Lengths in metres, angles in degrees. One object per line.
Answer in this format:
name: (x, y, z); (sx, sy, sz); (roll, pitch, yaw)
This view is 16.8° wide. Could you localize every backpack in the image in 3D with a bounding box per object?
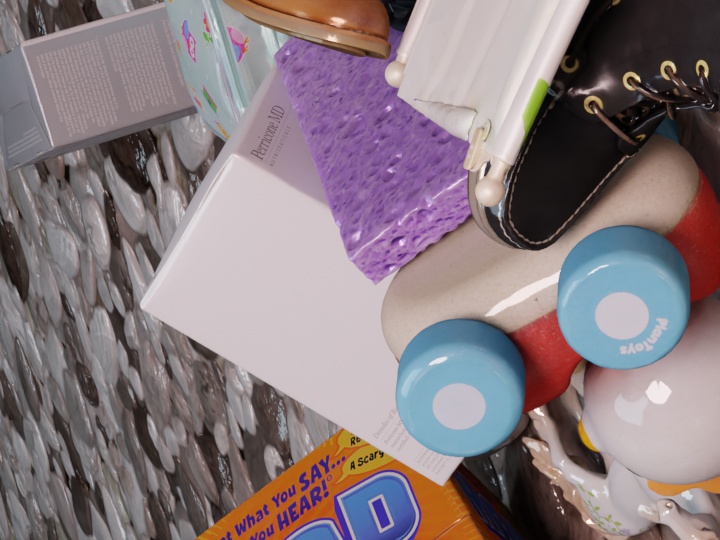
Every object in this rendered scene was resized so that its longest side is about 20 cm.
backpack: (-0.040, -0.167, 1.470); (0.176, 0.152, 0.202); (-135, 37, -68)

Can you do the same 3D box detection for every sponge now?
sponge: (0.023, -0.086, 1.258); (0.030, 0.111, 0.201); (46, -166, -37)

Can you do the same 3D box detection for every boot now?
boot: (-0.017, -0.200, 1.225); (0.200, 0.073, 0.156); (44, 114, 54)
boot: (0.142, -0.079, 1.060); (0.073, 0.201, 0.150); (35, 180, -39)

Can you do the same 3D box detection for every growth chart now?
growth chart: (0.061, -0.123, 1.103); (0.145, 0.018, 0.200); (-63, 21, 12)

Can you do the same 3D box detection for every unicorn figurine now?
unicorn figurine: (0.153, 0.108, 1.329); (0.138, 0.074, 0.200); (59, 173, 6)

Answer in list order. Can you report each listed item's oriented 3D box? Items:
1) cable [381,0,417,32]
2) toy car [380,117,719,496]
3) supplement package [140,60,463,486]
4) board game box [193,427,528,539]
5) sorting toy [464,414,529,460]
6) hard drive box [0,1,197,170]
cable: (0.047, -0.202, 1.252); (0.199, 0.051, 0.164); (-26, 66, 47)
toy car: (0.128, 0.049, 1.204); (0.200, 0.176, 0.185); (53, -160, -21)
supplement package: (0.000, 0.000, 1.357); (0.120, 0.199, 0.122); (-56, 8, 32)
board game box: (0.023, 0.239, 1.475); (0.200, 0.199, 0.200); (57, -174, 35)
sorting toy: (0.053, 0.005, 1.489); (0.180, 0.106, 0.201); (-36, 73, 49)
hard drive box: (-0.152, -0.140, 1.712); (0.156, 0.199, 0.077); (-9, 99, 69)
